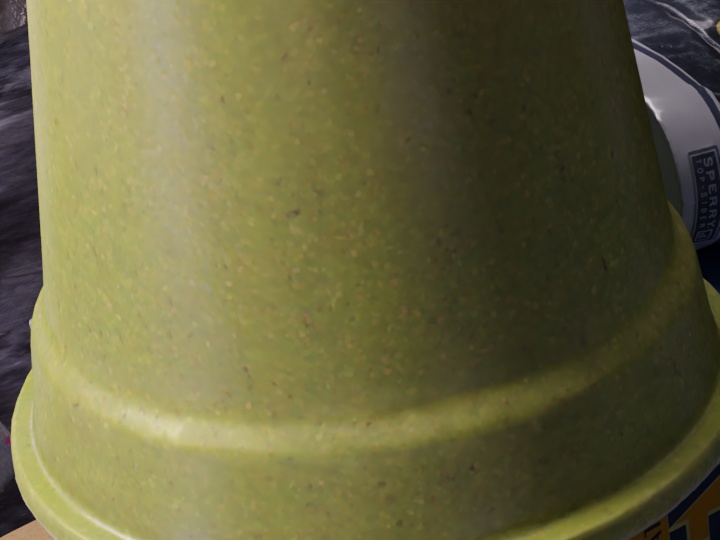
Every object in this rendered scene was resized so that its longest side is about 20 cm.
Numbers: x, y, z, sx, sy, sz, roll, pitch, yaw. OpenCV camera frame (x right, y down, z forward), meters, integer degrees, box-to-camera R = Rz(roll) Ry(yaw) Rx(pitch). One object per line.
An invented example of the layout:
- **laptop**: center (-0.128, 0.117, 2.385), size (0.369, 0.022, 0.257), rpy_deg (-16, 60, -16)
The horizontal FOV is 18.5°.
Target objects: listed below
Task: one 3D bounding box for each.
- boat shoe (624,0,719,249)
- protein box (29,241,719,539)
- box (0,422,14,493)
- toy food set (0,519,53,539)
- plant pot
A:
- **boat shoe**: center (0.089, -0.069, 0.715), size (0.091, 0.071, 0.200), rpy_deg (-15, 34, -21)
- **protein box**: center (0.042, 0.058, 0.693), size (0.198, 0.135, 0.200), rpy_deg (18, 37, 41)
- **box**: center (-0.260, 0.058, 0.926), size (0.132, 0.200, 0.115), rpy_deg (-37, 10, 19)
- **toy food set**: center (-0.087, 0.131, 0.831), size (0.199, 0.049, 0.198), rpy_deg (-20, 16, -6)
- **plant pot**: center (-0.006, -0.048, 0.558), size (0.200, 0.185, 0.201), rpy_deg (-6, 27, 3)
